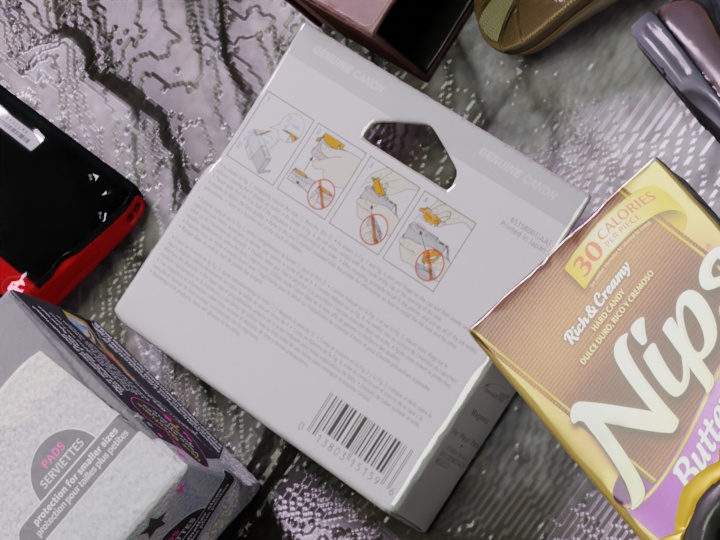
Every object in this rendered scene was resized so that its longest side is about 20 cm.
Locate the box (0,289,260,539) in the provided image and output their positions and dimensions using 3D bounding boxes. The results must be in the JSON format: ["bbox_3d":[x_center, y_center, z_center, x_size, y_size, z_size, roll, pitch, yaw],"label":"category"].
[{"bbox_3d":[-0.168,0.132,1.412,0.132,0.115,0.200,42,95,19],"label":"box"}]

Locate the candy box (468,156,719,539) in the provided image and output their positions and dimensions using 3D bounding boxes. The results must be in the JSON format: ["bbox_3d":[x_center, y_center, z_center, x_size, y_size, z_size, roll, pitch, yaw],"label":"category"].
[{"bbox_3d":[0.154,0.063,1.290,0.117,0.056,0.200,-43,67,8],"label":"candy box"}]

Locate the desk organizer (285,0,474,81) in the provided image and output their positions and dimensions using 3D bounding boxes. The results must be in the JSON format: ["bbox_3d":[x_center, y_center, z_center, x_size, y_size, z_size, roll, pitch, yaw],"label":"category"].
[{"bbox_3d":[0.043,-0.201,1.460,0.077,0.072,0.201,32,89,31],"label":"desk organizer"}]

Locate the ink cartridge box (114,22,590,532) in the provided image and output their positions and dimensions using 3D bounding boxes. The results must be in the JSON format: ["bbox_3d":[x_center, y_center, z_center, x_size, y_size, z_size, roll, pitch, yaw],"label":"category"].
[{"bbox_3d":[0.000,0.000,1.425,0.200,0.044,0.174,33,89,33],"label":"ink cartridge box"}]

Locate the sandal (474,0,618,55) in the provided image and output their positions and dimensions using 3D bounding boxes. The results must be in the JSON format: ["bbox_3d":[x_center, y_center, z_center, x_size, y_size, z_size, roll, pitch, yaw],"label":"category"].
[{"bbox_3d":[0.140,-0.162,1.407,0.200,0.054,0.081,-33,53,32],"label":"sandal"}]

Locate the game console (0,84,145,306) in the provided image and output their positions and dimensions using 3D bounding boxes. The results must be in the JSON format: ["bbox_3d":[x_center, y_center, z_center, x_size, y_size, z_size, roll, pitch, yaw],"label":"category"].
[{"bbox_3d":[-0.232,-0.022,1.550,0.177,0.031,0.200,-44,56,-16],"label":"game console"}]

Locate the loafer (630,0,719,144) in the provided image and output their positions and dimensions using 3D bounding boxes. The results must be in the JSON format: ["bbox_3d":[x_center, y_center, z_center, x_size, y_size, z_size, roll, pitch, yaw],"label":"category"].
[{"bbox_3d":[0.197,-0.063,1.327,0.063,0.072,0.200,-40,55,5],"label":"loafer"}]

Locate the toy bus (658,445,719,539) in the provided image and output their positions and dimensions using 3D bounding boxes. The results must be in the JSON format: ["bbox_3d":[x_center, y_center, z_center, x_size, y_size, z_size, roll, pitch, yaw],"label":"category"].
[{"bbox_3d":[0.218,0.052,1.162,0.199,0.135,0.193,-16,63,36],"label":"toy bus"}]
